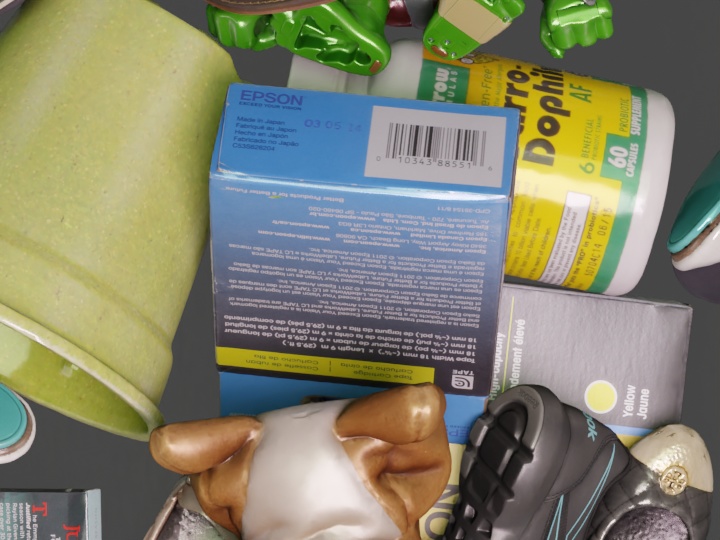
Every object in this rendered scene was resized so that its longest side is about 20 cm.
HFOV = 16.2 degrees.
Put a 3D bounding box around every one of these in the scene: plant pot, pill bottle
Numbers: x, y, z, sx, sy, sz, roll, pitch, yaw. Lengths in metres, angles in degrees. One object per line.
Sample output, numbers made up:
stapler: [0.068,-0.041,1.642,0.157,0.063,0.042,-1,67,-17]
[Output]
plant pot: [-0.147,-0.040,1.283,0.200,0.200,0.185,28,76,-3]
pill bottle: [0.055,-0.059,1.321,0.199,0.113,0.113,12,88,-3]

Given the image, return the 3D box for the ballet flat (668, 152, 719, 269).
ballet flat: [0.225,-0.063,1.316,0.069,0.069,0.200,33,54,-3]

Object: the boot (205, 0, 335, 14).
boot: [-0.071,-0.183,1.219,0.075,0.199,0.097,-59,137,-28]

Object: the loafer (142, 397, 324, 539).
loafer: [-0.082,0.146,1.330,0.072,0.063,0.200,34,89,6]

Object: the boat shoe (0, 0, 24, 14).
boat shoe: [-0.220,-0.136,1.285,0.060,0.200,0.074,43,44,-19]

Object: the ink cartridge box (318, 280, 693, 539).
ink cartridge box: [0.069,0.104,1.355,0.199,0.047,0.199,6,90,-6]

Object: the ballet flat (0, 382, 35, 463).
ballet flat: [-0.268,0.073,1.326,0.199,0.069,0.070,13,88,-1]

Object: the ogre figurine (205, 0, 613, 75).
ogre figurine: [0.030,-0.155,1.274,0.199,0.120,0.098,-16,126,29]

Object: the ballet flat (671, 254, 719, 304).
ballet flat: [0.269,-0.017,1.357,0.199,0.073,0.073,-5,89,-3]

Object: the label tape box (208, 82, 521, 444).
label tape box: [0.000,0.000,1.262,0.144,0.200,0.063,6,52,2]

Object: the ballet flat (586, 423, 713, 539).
ballet flat: [0.137,0.176,1.310,0.066,0.057,0.201,22,87,-5]

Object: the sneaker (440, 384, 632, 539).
sneaker: [0.070,0.157,1.297,0.079,0.075,0.200,22,105,-34]

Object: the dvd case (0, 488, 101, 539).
dvd case: [-0.229,0.185,1.313,0.199,0.022,0.147,-2,89,17]

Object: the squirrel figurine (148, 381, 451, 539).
squirrel figurine: [-0.011,0.160,1.234,0.141,0.200,0.188,-9,84,4]
